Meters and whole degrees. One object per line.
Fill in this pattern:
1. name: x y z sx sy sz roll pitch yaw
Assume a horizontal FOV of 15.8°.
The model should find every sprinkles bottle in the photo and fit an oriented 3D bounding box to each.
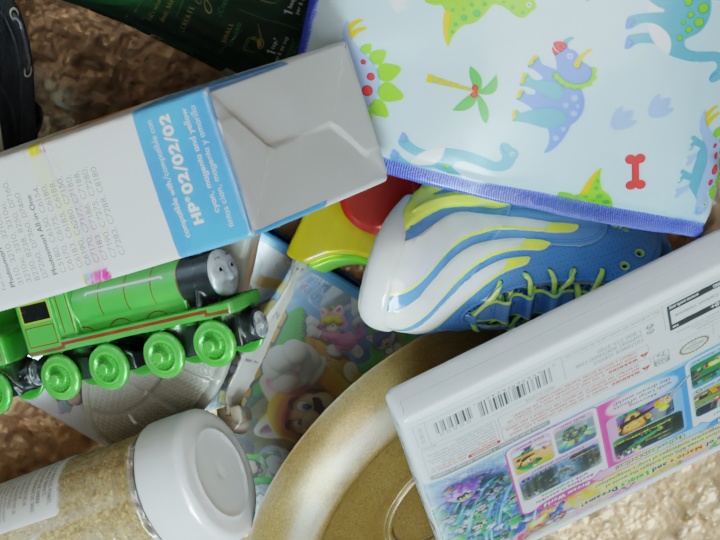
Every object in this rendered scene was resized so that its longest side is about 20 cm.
1. sprinkles bottle: -0.150 0.129 1.284 0.200 0.068 0.068 -21 115 26

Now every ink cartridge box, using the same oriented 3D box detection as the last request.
1. ink cartridge box: -0.104 -0.036 1.147 0.200 0.115 0.068 -16 95 34

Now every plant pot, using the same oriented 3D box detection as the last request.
1. plant pot: 0.032 0.108 1.301 0.200 0.027 0.200 -29 144 -23

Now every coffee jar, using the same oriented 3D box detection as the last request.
1. coffee jar: -0.097 -0.159 1.206 0.200 0.085 0.104 21 106 -17

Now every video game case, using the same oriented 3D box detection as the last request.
1. video game case: -0.079 0.040 1.324 0.200 0.018 0.143 32 104 -18
2. video game case: 0.118 0.063 1.249 0.200 0.024 0.182 -26 149 -4

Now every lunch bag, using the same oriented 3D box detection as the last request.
1. lunch bag: 0.074 -0.121 1.180 0.200 0.127 0.170 8 107 -18

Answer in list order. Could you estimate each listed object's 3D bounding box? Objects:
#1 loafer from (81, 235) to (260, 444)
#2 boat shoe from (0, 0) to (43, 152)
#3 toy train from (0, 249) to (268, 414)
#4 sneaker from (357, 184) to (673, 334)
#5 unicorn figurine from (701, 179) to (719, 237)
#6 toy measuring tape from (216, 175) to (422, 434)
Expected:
1. loafer: -0.079 0.002 1.265 0.072 0.063 0.200 27 124 8
2. boat shoe: -0.180 -0.060 1.220 0.075 0.062 0.200 23 144 16
3. toy train: -0.133 0.030 1.242 0.200 0.042 0.056 -13 96 29
4. sneaker: 0.085 -0.004 1.230 0.105 0.200 0.076 22 116 26
5. unicorn figurine: 0.180 -0.068 1.299 0.200 0.074 0.137 29 106 -1
6. toy measuring tape: 0.000 0.000 1.277 0.074 0.074 0.200 26 90 -17
